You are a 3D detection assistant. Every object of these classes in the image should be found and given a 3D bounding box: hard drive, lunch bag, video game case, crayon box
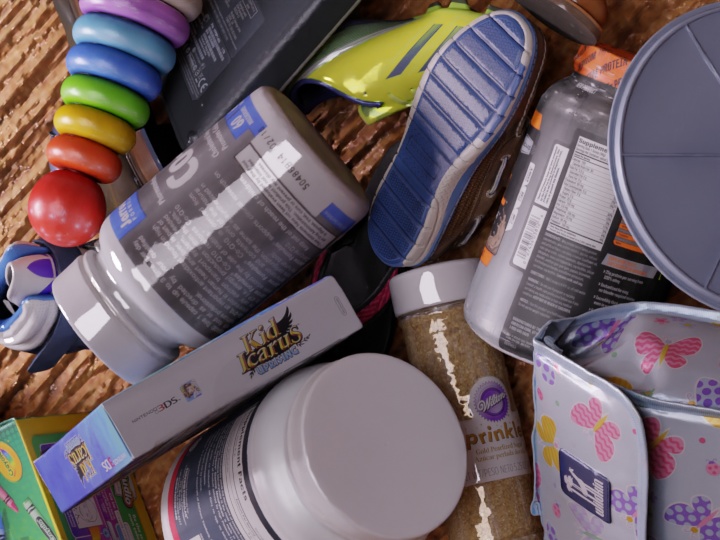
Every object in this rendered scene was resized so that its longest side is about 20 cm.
[{"bbox_3d":[-0.067,-0.186,1.668,0.200,0.033,0.140,-47,39,20],"label":"hard drive"},{"bbox_3d":[0.201,0.120,1.468,0.199,0.127,0.170,10,125,16],"label":"lunch bag"},{"bbox_3d":[-0.112,0.083,1.596,0.046,0.181,0.200,58,155,2],"label":"video game case"},{"bbox_3d":[-0.200,0.203,1.727,0.058,0.119,0.200,-27,78,25],"label":"crayon box"}]

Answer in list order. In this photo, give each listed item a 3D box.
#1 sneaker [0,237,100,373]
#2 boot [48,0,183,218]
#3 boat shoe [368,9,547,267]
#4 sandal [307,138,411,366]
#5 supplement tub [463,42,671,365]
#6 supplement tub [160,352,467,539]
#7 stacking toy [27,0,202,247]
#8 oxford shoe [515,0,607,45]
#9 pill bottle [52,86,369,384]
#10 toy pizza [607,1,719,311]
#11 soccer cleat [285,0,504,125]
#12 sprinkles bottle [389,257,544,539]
[{"bbox_3d":[-0.179,0.004,1.696,0.200,0.146,0.081,-25,75,26],"label":"sneaker"},{"bbox_3d":[-0.203,-0.122,1.752,0.097,0.075,0.200,-29,79,22],"label":"boot"},{"bbox_3d":[0.074,-0.089,1.579,0.072,0.072,0.200,54,130,29],"label":"boat shoe"},{"bbox_3d":[0.000,0.000,1.661,0.075,0.045,0.200,29,103,23],"label":"sandal"},{"bbox_3d":[0.152,-0.038,1.538,0.122,0.122,0.200,25,101,25],"label":"supplement tub"},{"bbox_3d":[-0.033,0.143,1.590,0.200,0.140,0.141,-34,73,53],"label":"supplement tub"},{"bbox_3d":[-0.181,-0.113,1.661,0.085,0.085,0.201,15,79,27],"label":"stacking toy"},{"bbox_3d":[0.115,-0.204,1.543,0.071,0.071,0.200,-45,32,5],"label":"oxford shoe"},{"bbox_3d":[-0.102,-0.020,1.614,0.200,0.114,0.114,-40,72,7],"label":"pill bottle"},{"bbox_3d":[0.242,-0.067,1.464,0.200,0.032,0.201,3,79,-13],"label":"toy pizza"},{"bbox_3d":[0.035,-0.136,1.627,0.200,0.065,0.084,1,75,34],"label":"soccer cleat"},{"bbox_3d":[0.072,0.095,1.612,0.068,0.068,0.201,-15,84,27],"label":"sprinkles bottle"}]
